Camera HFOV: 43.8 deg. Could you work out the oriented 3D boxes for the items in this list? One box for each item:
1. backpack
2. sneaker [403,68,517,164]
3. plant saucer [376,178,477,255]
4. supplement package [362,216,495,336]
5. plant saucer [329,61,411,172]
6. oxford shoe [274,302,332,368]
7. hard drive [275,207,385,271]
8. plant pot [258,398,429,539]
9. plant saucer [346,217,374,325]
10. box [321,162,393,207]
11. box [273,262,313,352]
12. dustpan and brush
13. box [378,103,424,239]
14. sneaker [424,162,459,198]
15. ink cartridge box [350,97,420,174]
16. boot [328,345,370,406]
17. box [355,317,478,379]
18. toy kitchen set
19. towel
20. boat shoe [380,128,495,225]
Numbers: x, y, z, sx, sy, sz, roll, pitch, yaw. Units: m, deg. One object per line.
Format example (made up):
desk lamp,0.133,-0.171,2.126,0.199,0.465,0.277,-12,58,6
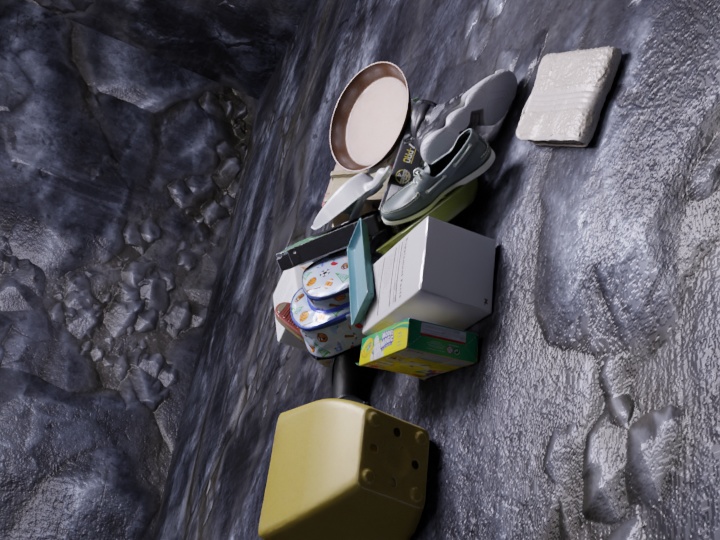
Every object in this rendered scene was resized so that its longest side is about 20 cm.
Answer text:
backpack,-0.029,0.059,1.567,0.189,0.155,0.200,-31,23,3
sneaker,0.153,-0.259,1.436,0.200,0.076,0.114,-43,39,-4
plant saucer,0.112,-0.078,1.424,0.199,0.031,0.200,-37,2,2
supplement package,0.100,0.026,1.340,0.200,0.119,0.122,139,144,-57
plant saucer,0.022,-0.267,1.585,0.198,0.034,0.204,-18,65,43
oxford shoe,-0.083,0.136,1.674,0.071,0.199,0.075,-49,-7,-48
hard drive,-0.044,-0.058,1.612,0.197,0.038,0.140,-21,6,15
plant pot,-0.003,0.295,1.287,0.199,0.193,0.197,-36,37,46
plant saucer,0.000,0.000,1.445,0.202,0.019,0.071,-93,22,-52
box,0.009,-0.209,1.892,0.128,0.107,0.203,-163,92,-73
box,-0.086,0.076,1.810,0.108,0.150,0.201,-63,18,20
dustpan and brush,0.002,-0.135,1.548,0.139,0.057,0.201,-34,-14,-34
box,0.090,-0.164,1.565,0.161,0.048,0.203,68,-140,-72
sneaker,0.139,-0.152,1.492,0.201,0.073,0.086,-64,-9,-63
ink cartridge box,0.058,-0.250,1.663,0.117,0.067,0.200,-44,-5,27
boot,-0.013,0.228,1.557,0.162,0.072,0.202,-153,75,-75
box,0.078,0.120,1.318,0.200,0.115,0.049,146,135,-62
toy kitchen set,0.032,-0.068,1.738,0.201,0.177,0.165,69,-155,-49
towel,0.278,-0.237,1.225,0.200,0.034,0.135,-153,82,-72
boat shoe,0.106,-0.143,1.353,0.198,0.062,0.073,-32,35,14
